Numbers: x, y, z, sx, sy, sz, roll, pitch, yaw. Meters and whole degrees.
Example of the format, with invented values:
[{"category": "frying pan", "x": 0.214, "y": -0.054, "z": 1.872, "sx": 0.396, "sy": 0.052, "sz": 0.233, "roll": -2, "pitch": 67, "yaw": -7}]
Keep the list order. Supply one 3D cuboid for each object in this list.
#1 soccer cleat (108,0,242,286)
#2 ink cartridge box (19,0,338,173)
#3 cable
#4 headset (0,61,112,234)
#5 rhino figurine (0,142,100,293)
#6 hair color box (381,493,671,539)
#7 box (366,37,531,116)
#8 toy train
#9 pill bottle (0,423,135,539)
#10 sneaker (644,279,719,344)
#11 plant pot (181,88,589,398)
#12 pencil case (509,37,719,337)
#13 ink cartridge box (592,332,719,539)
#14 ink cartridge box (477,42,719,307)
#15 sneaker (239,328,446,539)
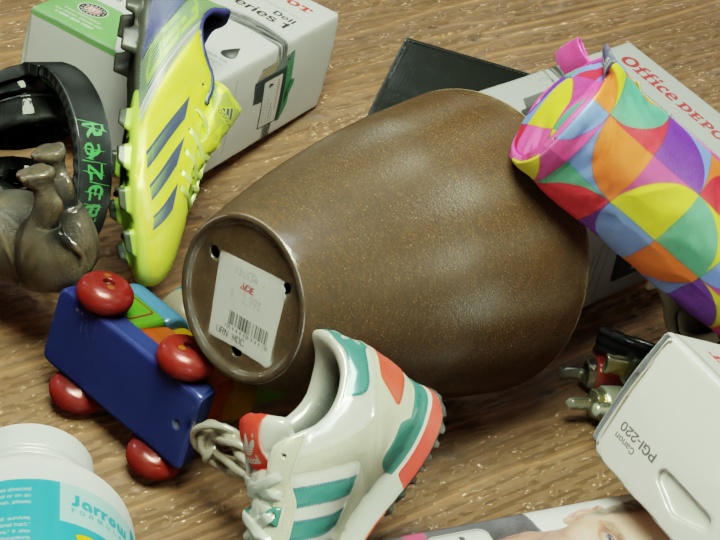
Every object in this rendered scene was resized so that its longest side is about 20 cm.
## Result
[{"category": "soccer cleat", "x": -0.115, "y": -0.087, "z": 1.127, "sx": 0.083, "sy": 0.065, "sz": 0.202, "roll": 6, "pitch": 70, "yaw": -15}, {"category": "ink cartridge box", "x": -0.128, "y": -0.153, "z": 1.292, "sx": 0.145, "sy": 0.085, "sz": 0.200, "roll": 28, "pitch": 34, "yaw": 17}, {"category": "cable", "x": 0.222, "y": 0.083, "z": 1.146, "sx": 0.198, "sy": 0.051, "sz": 0.097, "roll": 14, "pitch": 18, "yaw": -17}, {"category": "headset", "x": -0.210, "y": -0.077, "z": 1.170, "sx": 0.093, "sy": 0.125, "sz": 0.199, "roll": -5, "pitch": 13, "yaw": -38}, {"category": "rhino figurine", "x": -0.233, "y": -0.031, "z": 1.095, "sx": 0.199, "sy": 0.088, "sz": 0.060, "roll": 7, "pitch": 29, "yaw": 42}, {"category": "hair color box", "x": 0.101, "y": 0.182, "z": 0.948, "sx": 0.198, "sy": 0.061, "sz": 0.100, "roll": -7, "pitch": 40, "yaw": -24}, {"category": "box", "x": 0.097, "y": -0.084, "z": 1.308, "sx": 0.192, "sy": 0.048, "sz": 0.200, "roll": 19, "pitch": 38, "yaw": 5}, {"category": "toy train", "x": -0.080, "y": 0.072, "z": 1.038, "sx": 0.199, "sy": 0.085, "sz": 0.115, "roll": 35, "pitch": 29, "yaw": 28}, {"category": "pill bottle", "x": -0.161, "y": 0.166, "z": 0.857, "sx": 0.110, "sy": 0.111, "sz": 0.201, "roll": 2, "pitch": 38, "yaw": -12}, {"category": "sneaker", "x": 0.248, "y": 0.032, "z": 1.133, "sx": 0.200, "sy": 0.078, "sz": 0.080, "roll": 38, "pitch": 63, "yaw": -23}, {"category": "plant pot", "x": 0.000, "y": 0.000, "z": 1.023, "sx": 0.186, "sy": 0.188, "sz": 0.199, "roll": 35, "pitch": 31, "yaw": 29}, {"category": "pencil case", "x": 0.177, "y": -0.040, "z": 1.015, "sx": 0.200, "sy": 0.088, "sz": 0.089, "roll": 41, "pitch": 34, "yaw": -15}, {"category": "ink cartridge box", "x": 0.245, "y": 0.119, "z": 0.988, "sx": 0.199, "sy": 0.085, "sz": 0.146, "roll": 11, "pitch": 28, "yaw": -43}, {"category": "ink cartridge box", "x": 0.149, "y": -0.062, "z": 1.192, "sx": 0.199, "sy": 0.084, "sz": 0.145, "roll": -22, "pitch": 51, "yaw": -32}, {"category": "sneaker", "x": -0.040, "y": 0.121, "z": 0.908, "sx": 0.070, "sy": 0.093, "sz": 0.201, "roll": 1, "pitch": 54, "yaw": 59}]
